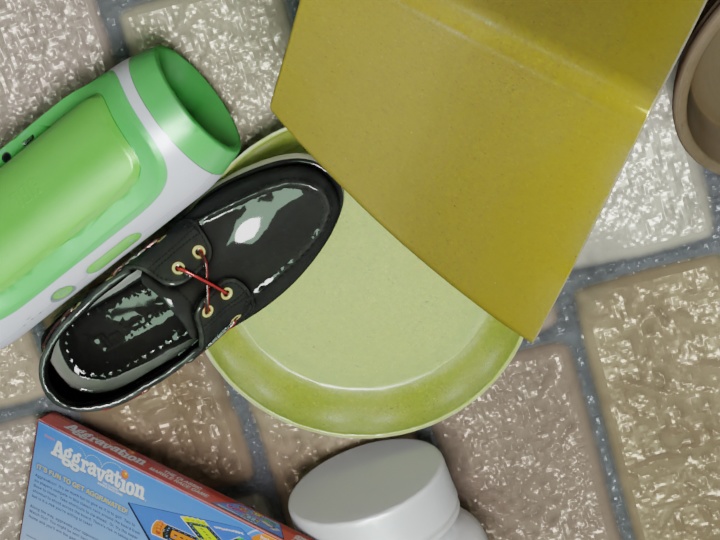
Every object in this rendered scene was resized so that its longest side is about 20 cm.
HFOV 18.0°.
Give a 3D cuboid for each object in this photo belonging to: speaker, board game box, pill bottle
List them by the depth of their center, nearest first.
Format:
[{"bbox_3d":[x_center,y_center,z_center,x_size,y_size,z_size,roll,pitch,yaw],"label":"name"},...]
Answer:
[{"bbox_3d":[-0.164,-0.035,1.251,0.200,0.088,0.088,-37,108,15],"label":"speaker"},{"bbox_3d":[-0.112,0.167,1.319,0.200,0.019,0.103,24,116,24],"label":"board game box"},{"bbox_3d":[0.032,0.208,1.336,0.114,0.114,0.200,-16,112,8],"label":"pill bottle"}]

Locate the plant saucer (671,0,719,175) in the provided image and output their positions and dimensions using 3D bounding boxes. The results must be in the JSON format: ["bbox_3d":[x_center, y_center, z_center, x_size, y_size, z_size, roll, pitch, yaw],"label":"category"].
[{"bbox_3d":[0.252,-0.122,1.188,0.200,0.030,0.200,-14,144,-11],"label":"plant saucer"}]

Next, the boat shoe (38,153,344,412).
[{"bbox_3d":[-0.092,0.011,1.251,0.201,0.063,0.074,-34,106,13],"label":"boat shoe"}]

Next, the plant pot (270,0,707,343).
[{"bbox_3d":[0.068,-0.122,1.131,0.176,0.200,0.200,26,144,4],"label":"plant pot"}]

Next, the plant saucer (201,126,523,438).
[{"bbox_3d":[0.000,0.000,1.292,0.199,0.031,0.200,1,113,2],"label":"plant saucer"}]
